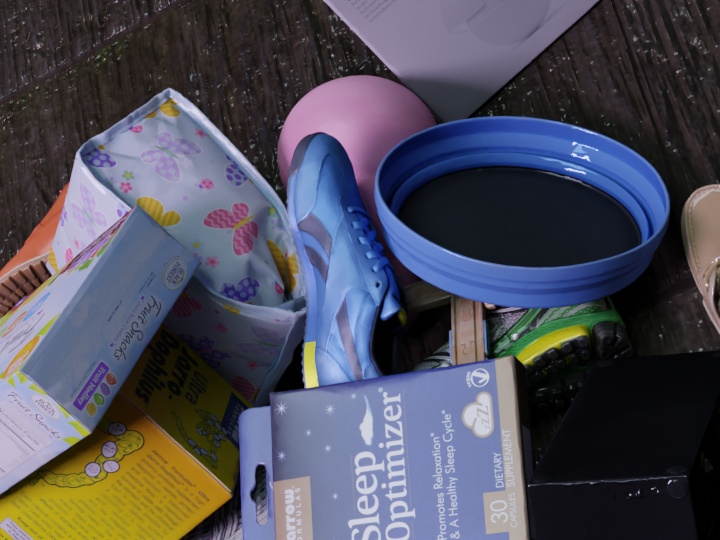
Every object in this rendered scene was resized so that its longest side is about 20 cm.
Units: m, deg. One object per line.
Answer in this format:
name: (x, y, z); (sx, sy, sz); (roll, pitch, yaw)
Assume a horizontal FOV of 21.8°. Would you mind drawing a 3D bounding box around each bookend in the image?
bookend: (0.179, 0.176, 1.114); (0.092, 0.199, 0.201); (-5, 105, 20)

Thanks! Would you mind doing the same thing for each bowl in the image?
bowl: (0.109, -0.041, 1.270); (0.200, 0.039, 0.201); (2, 34, -1)

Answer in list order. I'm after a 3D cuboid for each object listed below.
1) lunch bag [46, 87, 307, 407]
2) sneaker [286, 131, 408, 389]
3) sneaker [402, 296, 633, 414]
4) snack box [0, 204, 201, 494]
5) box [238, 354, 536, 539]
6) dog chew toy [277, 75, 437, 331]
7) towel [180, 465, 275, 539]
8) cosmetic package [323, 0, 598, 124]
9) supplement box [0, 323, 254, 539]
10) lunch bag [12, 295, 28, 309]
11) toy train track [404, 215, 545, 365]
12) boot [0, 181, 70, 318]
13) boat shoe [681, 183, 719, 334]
lunch bag: (-0.119, -0.002, 1.368); (0.127, 0.170, 0.200); (-36, 75, -31)
sneaker: (0.000, 0.000, 1.258); (0.078, 0.066, 0.201); (-14, 76, 34)
sneaker: (0.089, 0.067, 1.282); (0.200, 0.078, 0.085); (-24, 43, 13)
snack box: (-0.215, 0.067, 1.261); (0.200, 0.068, 0.169); (-35, 19, 45)
box: (0.010, 0.129, 1.178); (0.199, 0.032, 0.122); (-11, 70, 19)
dog chew toy: (0.002, -0.039, 1.368); (0.124, 0.124, 0.201); (-14, 66, 28)
towel: (-0.085, 0.167, 1.302); (0.200, 0.035, 0.193); (-34, 21, 12)
cosmetic package: (0.067, -0.250, 1.386); (0.199, 0.200, 0.123); (-41, 49, 7)
supplement box: (-0.184, 0.148, 1.313); (0.200, 0.110, 0.109); (-40, 16, 23)
lunch bag: (-0.205, 0.098, 1.457); (0.160, 0.076, 0.201); (-17, 57, 20)
toy train track: (0.068, 0.032, 1.245); (0.114, 0.033, 0.200); (-18, 45, 19)
boot: (-0.243, -0.022, 1.564); (0.200, 0.075, 0.107); (-38, 36, 11)
boat shoe: (0.255, 0.013, 1.195); (0.071, 0.065, 0.200); (-34, 50, 14)
